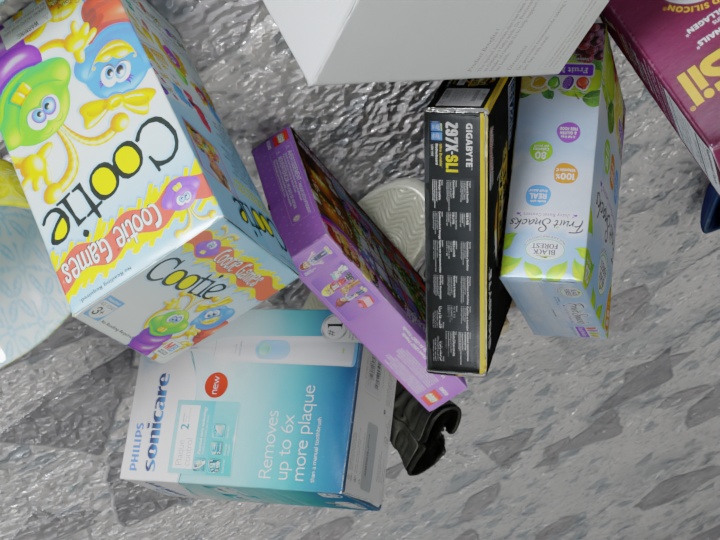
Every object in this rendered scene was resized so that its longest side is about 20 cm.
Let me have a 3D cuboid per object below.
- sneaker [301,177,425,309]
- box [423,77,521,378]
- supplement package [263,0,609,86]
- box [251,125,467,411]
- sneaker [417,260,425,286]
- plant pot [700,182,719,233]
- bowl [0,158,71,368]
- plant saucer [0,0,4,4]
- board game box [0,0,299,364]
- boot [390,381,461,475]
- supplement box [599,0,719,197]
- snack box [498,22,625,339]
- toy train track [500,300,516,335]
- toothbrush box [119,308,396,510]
[{"bbox_3d":[0.013,-0.004,1.263,0.200,0.075,0.084,-54,165,31],"label":"sneaker"},{"bbox_3d":[0.083,-0.047,1.071,0.049,0.160,0.201,4,114,12],"label":"box"},{"bbox_3d":[0.049,-0.196,0.903,0.199,0.118,0.117,-7,147,-35],"label":"supplement package"},{"bbox_3d":[0.000,0.000,1.101,0.039,0.137,0.200,-33,130,12],"label":"box"},{"bbox_3d":[0.109,-0.024,1.282,0.200,0.077,0.085,-36,177,-28],"label":"sneaker"},{"bbox_3d":[0.448,-0.063,1.422,0.199,0.180,0.200,-21,153,-13],"label":"plant pot"},{"bbox_3d":[-0.279,-0.017,0.920,0.200,0.108,0.200,-21,151,-12],"label":"bowl"},{"bbox_3d":[-0.253,-0.185,0.738,0.199,0.036,0.200,-22,151,-13],"label":"plant saucer"},{"bbox_3d":[-0.136,-0.064,0.870,0.103,0.200,0.105,-33,152,9],"label":"board game box"},{"bbox_3d":[0.026,0.151,1.457,0.068,0.131,0.200,-11,148,-28],"label":"boot"},{"bbox_3d":[0.258,-0.171,1.045,0.131,0.200,0.103,-33,152,8],"label":"supplement box"},{"bbox_3d":[0.159,-0.064,1.126,0.067,0.201,0.169,4,165,17],"label":"snack box"},{"bbox_3d":[0.082,0.056,1.239,0.114,0.033,0.200,-27,-175,-15],"label":"toy train track"},{"bbox_3d":[-0.079,0.110,1.188,0.199,0.147,0.085,1,162,25],"label":"toothbrush box"}]
